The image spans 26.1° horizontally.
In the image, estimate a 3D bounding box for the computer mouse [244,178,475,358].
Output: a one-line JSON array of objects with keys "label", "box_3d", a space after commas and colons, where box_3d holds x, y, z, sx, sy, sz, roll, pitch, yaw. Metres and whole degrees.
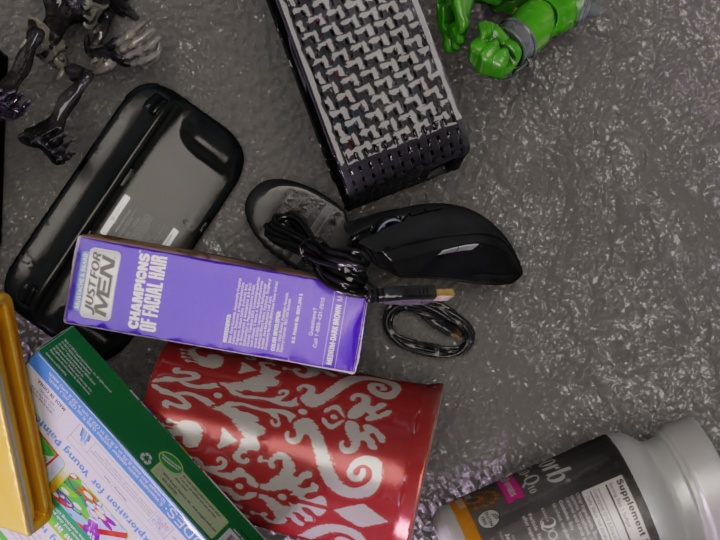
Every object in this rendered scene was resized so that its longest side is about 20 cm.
[{"label": "computer mouse", "box_3d": [0.000, 0.000, 1.149, 0.199, 0.034, 0.059, 38, 97, -5]}]

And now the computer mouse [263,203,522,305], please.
[{"label": "computer mouse", "box_3d": [0.044, -0.015, 1.065, 0.198, 0.140, 0.047, 6, 108, -27]}]

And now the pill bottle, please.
[{"label": "pill bottle", "box_3d": [0.160, 0.184, 1.093, 0.198, 0.116, 0.117, -23, 87, -3]}]

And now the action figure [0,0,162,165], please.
[{"label": "action figure", "box_3d": [-0.196, -0.177, 1.094, 0.101, 0.119, 0.202, -8, 54, 35]}]

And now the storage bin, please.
[{"label": "storage bin", "box_3d": [-0.003, -0.156, 1.102, 0.093, 0.135, 0.202, -21, 87, -2]}]

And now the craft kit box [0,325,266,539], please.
[{"label": "craft kit box", "box_3d": [-0.186, 0.170, 1.066, 0.200, 0.048, 0.197, 48, 126, 2]}]

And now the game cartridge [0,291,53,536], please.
[{"label": "game cartridge", "box_3d": [-0.302, 0.077, 1.045, 0.198, 0.032, 0.178, 13, 122, 29]}]

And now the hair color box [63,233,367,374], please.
[{"label": "hair color box", "box_3d": [-0.097, 0.021, 1.075, 0.197, 0.109, 0.066, 9, 91, -4]}]

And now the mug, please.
[{"label": "mug", "box_3d": [-0.055, 0.142, 1.081, 0.198, 0.134, 0.179, 13, 65, 4]}]

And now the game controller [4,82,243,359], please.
[{"label": "game controller", "box_3d": [-0.173, -0.036, 1.146, 0.104, 0.042, 0.201, 35, 87, -13]}]

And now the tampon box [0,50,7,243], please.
[{"label": "tampon box", "box_3d": [-0.362, -0.095, 1.097, 0.197, 0.126, 0.152, 1, 86, -1]}]

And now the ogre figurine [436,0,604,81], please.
[{"label": "ogre figurine", "box_3d": [0.096, -0.222, 1.117, 0.119, 0.200, 0.099, -12, 126, -21]}]
